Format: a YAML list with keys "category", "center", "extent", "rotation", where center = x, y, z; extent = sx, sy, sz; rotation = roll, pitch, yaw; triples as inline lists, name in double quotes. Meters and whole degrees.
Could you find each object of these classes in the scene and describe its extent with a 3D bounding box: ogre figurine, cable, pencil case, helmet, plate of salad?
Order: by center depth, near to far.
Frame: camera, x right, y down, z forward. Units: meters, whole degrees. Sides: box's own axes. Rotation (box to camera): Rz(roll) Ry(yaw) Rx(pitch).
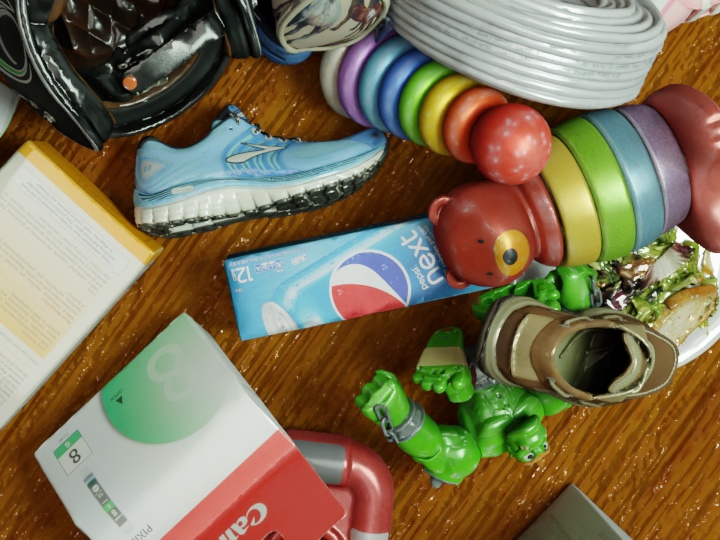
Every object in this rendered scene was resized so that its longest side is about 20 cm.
- category: "helmet"
  center: [-0.170, -0.184, 0.876]
  extent: [0.199, 0.191, 0.201]
  rotation: [-6, 108, -18]
- category: "pencil case"
  center: [-0.031, -0.251, 0.883]
  extent: [0.089, 0.078, 0.201]
  rotation: [-20, 66, 20]
- category: "cable"
  center: [0.112, -0.179, 0.893]
  extent: [0.199, 0.200, 0.069]
  rotation: [24, 118, 13]
- category: "ogre figurine"
  center: [0.100, 0.084, 0.948]
  extent: [0.200, 0.098, 0.120]
  rotation: [-45, 132, -31]
- category: "plate of salad"
  center: [0.213, -0.014, 0.987]
  extent: [0.199, 0.048, 0.201]
  rotation: [0, 95, -3]

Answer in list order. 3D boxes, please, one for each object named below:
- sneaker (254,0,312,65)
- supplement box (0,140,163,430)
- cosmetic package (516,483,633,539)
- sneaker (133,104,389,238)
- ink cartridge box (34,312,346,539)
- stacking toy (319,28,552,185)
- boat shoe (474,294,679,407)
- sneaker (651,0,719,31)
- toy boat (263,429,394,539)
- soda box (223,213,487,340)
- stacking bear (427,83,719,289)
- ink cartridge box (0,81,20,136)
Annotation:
- category: "sneaker"
  center: [-0.079, -0.249, 0.938]
  extent: [0.066, 0.078, 0.201]
  rotation: [-21, 94, 0]
- category: "supplement box"
  center: [-0.261, 0.018, 0.949]
  extent: [0.126, 0.074, 0.200]
  rotation: [43, 91, -6]
- category: "cosmetic package"
  center: [0.148, 0.288, 0.930]
  extent: [0.123, 0.199, 0.200]
  rotation: [43, 91, -6]
- category: "sneaker"
  center: [-0.076, -0.087, 0.952]
  extent: [0.199, 0.078, 0.090]
  rotation: [-11, 83, -9]
- category: "ink cartridge box"
  center: [-0.130, 0.153, 0.927]
  extent: [0.161, 0.050, 0.200]
  rotation: [-43, 55, 0]
- category: "stacking toy"
  center: [0.058, -0.113, 0.893]
  extent: [0.085, 0.200, 0.086]
  rotation: [-21, 129, -29]
- category: "boat shoe"
  center: [0.166, 0.065, 0.887]
  extent: [0.200, 0.074, 0.076]
  rotation: [8, 95, -43]
- category: "sneaker"
  center: [0.299, -0.223, 0.961]
  extent: [0.200, 0.075, 0.105]
  rotation: [-44, 90, -3]
- category: "toy boat"
  center: [-0.042, 0.226, 0.949]
  extent: [0.130, 0.131, 0.201]
  rotation: [6, 94, -3]
- category: "soda box"
  center: [0.000, 0.000, 0.965]
  extent: [0.199, 0.068, 0.064]
  rotation: [-13, 95, -2]
- category: "stacking bear"
  center: [0.147, -0.048, 0.898]
  extent: [0.199, 0.114, 0.122]
  rotation: [-21, 124, -8]
- category: "ink cartridge box"
  center: [-0.357, -0.078, 0.886]
  extent: [0.146, 0.084, 0.200]
  rotation: [34, 112, -22]
